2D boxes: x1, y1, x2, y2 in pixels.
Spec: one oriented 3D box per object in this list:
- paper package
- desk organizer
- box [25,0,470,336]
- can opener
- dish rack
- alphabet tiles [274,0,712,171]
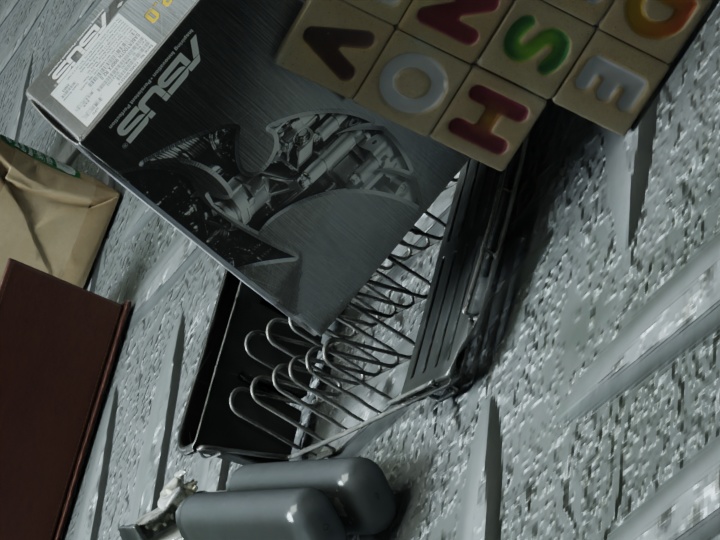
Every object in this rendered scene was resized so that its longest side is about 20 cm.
[{"bbox_3d":[-0.256,0.012,1.637,0.191,0.103,0.200,-69,19,-6],"label":"paper package"},{"bbox_3d":[-0.202,0.102,1.439,0.072,0.077,0.201,-28,43,59],"label":"desk organizer"},{"bbox_3d":[-0.008,-0.094,0.974,0.200,0.158,0.048,-49,44,-1],"label":"box"},{"bbox_3d":[-0.045,0.113,1.083,0.053,0.067,0.200,-31,5,-29],"label":"can opener"},{"bbox_3d":[0.000,0.000,1.076,0.200,0.054,0.154,-29,43,59],"label":"dish rack"},{"bbox_3d":[0.059,-0.135,0.906,0.200,0.167,0.008,-58,21,22],"label":"alphabet tiles"}]
